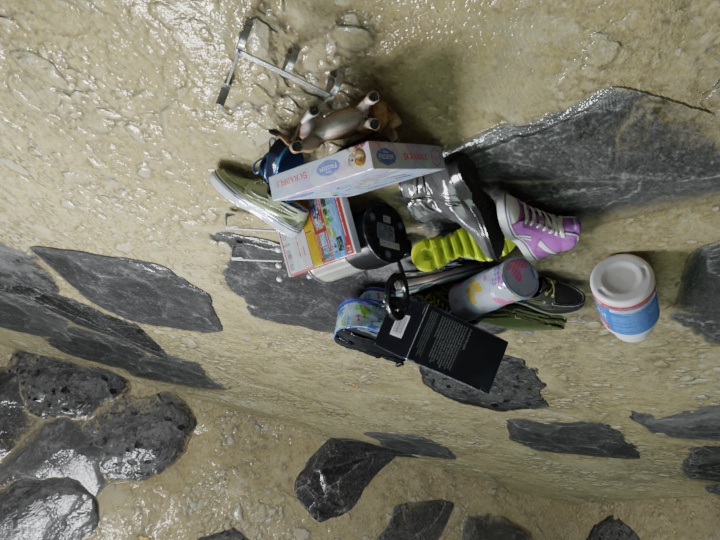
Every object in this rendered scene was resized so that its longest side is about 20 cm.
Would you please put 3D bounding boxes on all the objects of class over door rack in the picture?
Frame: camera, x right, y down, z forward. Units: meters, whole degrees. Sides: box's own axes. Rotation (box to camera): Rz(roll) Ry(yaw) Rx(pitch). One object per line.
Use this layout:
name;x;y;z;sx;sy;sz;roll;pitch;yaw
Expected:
over door rack;-0.120;-0.272;0.825;0.147;0.067;0.200;22;164;-18
over door rack;-0.198;-0.041;1.246;0.199;0.067;0.148;13;151;-1

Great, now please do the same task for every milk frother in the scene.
milk frother;0.000;0.000;1.116;0.180;0.200;0.188;32;146;-33

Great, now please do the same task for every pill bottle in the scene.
pill bottle;0.522;0.064;1.117;0.112;0.112;0.200;-5;146;29

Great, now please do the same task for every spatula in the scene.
spatula;-0.051;-0.187;0.985;0.056;0.021;0.200;36;143;-29

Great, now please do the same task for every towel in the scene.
towel;0.354;0.107;1.295;0.148;0.037;0.200;15;168;-16

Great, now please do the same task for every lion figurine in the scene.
lion figurine;-0.032;-0.205;0.817;0.199;0.073;0.122;-9;-174;-8

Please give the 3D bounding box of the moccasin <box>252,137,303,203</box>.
moccasin;-0.144;-0.169;0.965;0.068;0.081;0.200;39;164;5

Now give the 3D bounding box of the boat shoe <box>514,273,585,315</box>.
boat shoe;0.368;0.042;1.182;0.201;0.072;0.061;10;156;9

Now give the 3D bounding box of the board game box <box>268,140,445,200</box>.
board game box;-0.003;-0.152;0.891;0.200;0.041;0.199;-11;-179;37

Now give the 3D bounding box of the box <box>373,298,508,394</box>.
box;0.163;0.151;1.199;0.198;0.124;0.200;26;174;-17

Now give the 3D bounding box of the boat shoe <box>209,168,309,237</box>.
boat shoe;-0.187;-0.140;1.077;0.200;0.072;0.062;32;109;-7

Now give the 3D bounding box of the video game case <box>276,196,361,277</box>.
video game case;-0.089;-0.078;1.091;0.200;0.143;0.017;-18;176;44

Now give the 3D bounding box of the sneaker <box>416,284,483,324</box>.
sneaker;0.192;0.062;1.275;0.199;0.085;0.075;14;151;-3

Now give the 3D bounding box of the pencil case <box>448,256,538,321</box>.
pencil case;0.258;0.040;1.123;0.090;0.083;0.200;1;162;-24

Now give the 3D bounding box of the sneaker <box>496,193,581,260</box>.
sneaker;0.312;-0.086;0.984;0.114;0.073;0.200;-13;153;33

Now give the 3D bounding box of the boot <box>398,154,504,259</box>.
boot;0.158;-0.100;0.985;0.131;0.070;0.200;-13;115;40

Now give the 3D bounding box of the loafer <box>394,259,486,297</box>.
loafer;0.161;0.003;1.202;0.200;0.063;0.072;-18;168;20

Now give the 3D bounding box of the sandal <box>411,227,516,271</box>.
sandal;0.201;-0.051;1.097;0.199;0.080;0.087;-8;-177;20

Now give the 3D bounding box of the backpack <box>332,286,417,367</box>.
backpack;0.039;0.129;1.389;0.199;0.147;0.183;13;153;-9
